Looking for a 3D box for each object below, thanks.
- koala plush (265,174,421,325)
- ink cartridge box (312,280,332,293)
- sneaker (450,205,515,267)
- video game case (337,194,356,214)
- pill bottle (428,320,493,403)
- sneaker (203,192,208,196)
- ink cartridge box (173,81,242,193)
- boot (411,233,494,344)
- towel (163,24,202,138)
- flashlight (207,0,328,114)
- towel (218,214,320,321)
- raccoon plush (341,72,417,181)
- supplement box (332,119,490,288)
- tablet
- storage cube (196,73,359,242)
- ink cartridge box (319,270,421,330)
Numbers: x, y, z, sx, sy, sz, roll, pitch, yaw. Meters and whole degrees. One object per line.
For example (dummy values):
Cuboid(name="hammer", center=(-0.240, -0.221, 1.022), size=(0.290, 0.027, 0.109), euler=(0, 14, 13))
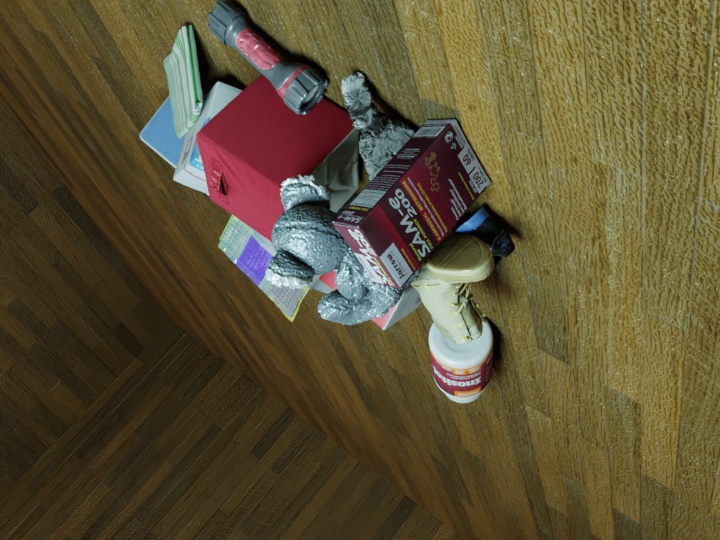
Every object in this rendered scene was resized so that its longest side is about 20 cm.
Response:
Cuboid(name="koala plush", center=(-0.034, -0.034, 1.098), size=(0.198, 0.180, 0.183), euler=(21, 164, -29))
Cuboid(name="ink cartridge box", center=(-0.090, -0.018, 1.475), size=(0.198, 0.044, 0.174), euler=(19, -163, -19))
Cuboid(name="sneaker", center=(0.159, -0.022, 1.174), size=(0.078, 0.070, 0.200), euler=(47, 160, 4))
Cuboid(name="video game case", center=(-0.092, -0.120, 1.361), size=(0.199, 0.143, 0.018), euler=(32, 131, 29))
Cuboid(name="pill bottle", center=(0.184, 0.162, 1.444), size=(0.112, 0.113, 0.201), euler=(33, 159, 25))
Cuboid(name="sneaker", center=(-0.255, -0.170, 1.602), size=(0.200, 0.116, 0.075), euler=(49, 160, -16))
Cuboid(name="ink cartridge box", center=(-0.260, -0.229, 1.421), size=(0.084, 0.146, 0.200), euler=(18, 169, -21))
Cuboid(name="boot", center=(0.141, 0.032, 1.125), size=(0.199, 0.073, 0.156), euler=(1, 129, 57))
Cuboid(name="towel", center=(-0.314, -0.329, 1.410), size=(0.200, 0.023, 0.155), euler=(172, 89, -66))
Cuboid(name="flashlight", center=(-0.138, -0.314, 1.159), size=(0.200, 0.068, 0.068), euler=(44, -157, 7))
Cuboid(name="towel", center=(-0.152, -0.026, 1.335), size=(0.200, 0.023, 0.144), euler=(46, 129, 12))
Cuboid(name="raccoon plush", center=(0.037, -0.175, 1.133), size=(0.134, 0.096, 0.202), euler=(149, 104, -84))
Cuboid(name="supplement box", center=(0.069, -0.087, 1.016), size=(0.061, 0.200, 0.109), euler=(13, 146, 54))
Cuboid(name="tablet", center=(-0.322, -0.252, 1.551), size=(0.199, 0.131, 0.014), euler=(39, 180, 12))
Cuboid(name="storage cube", center=(-0.120, -0.165, 1.231), size=(0.179, 0.200, 0.172), euler=(33, 154, 16))
Cuboid(name="ink cartridge box", center=(0.000, 0.000, 1.357), size=(0.199, 0.175, 0.084), euler=(37, 120, 18))
